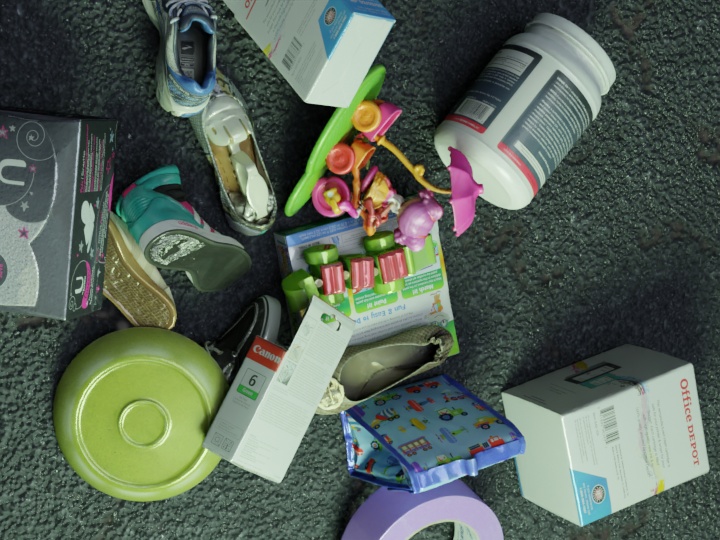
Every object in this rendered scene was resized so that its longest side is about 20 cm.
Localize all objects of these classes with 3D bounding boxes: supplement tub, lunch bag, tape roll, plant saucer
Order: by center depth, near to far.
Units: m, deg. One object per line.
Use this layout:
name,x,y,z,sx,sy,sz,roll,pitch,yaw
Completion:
plant saucer,-0.236,0.163,1.724,0.197,0.031,0.203,-2,105,-6
lunch bag,0.087,0.198,1.831,0.149,0.200,0.095,-14,103,-23
supplement tub,0.193,-0.186,1.860,0.140,0.140,0.201,44,78,-24
tape roll,0.072,0.343,1.895,0.198,0.066,0.202,-13,117,-26

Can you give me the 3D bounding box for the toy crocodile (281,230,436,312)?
toy crocodile,0.000,0.000,1.790,0.198,0.062,0.068,-14,104,-24

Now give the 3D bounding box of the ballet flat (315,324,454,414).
ballet flat,0.023,0.113,1.827,0.198,0.046,0.068,-20,105,-22

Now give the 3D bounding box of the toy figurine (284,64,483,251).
toy figurine,0.040,-0.094,1.761,0.183,0.150,0.201,35,103,7

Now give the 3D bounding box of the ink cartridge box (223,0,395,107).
ink cartridge box,-0.061,-0.282,1.691,0.067,0.200,0.116,0,131,-45

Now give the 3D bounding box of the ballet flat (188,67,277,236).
ballet flat,-0.136,-0.132,1.746,0.071,0.072,0.202,-24,107,-21

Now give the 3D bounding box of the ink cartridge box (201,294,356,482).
ink cartridge box,-0.088,0.125,1.745,0.109,0.050,0.202,35,79,-57

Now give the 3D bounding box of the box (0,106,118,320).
box,-0.332,-0.061,1.608,0.130,0.115,0.203,7,95,9

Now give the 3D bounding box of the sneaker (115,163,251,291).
sneaker,-0.199,-0.051,1.722,0.083,0.121,0.200,-36,155,10

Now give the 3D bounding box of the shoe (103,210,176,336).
shoe,-0.271,-0.014,1.712,0.070,0.053,0.201,-32,109,12

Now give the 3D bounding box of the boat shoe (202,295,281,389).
boat shoe,-0.156,0.113,1.771,0.063,0.071,0.202,29,87,-27

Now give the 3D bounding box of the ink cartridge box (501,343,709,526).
ink cartridge box,0.305,0.200,1.969,0.198,0.146,0.149,-18,105,-23

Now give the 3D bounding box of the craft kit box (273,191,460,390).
craft kit box,0.010,0.028,1.857,0.198,0.048,0.200,-16,102,-23

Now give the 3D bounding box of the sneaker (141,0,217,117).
sneaker,-0.183,-0.270,1.680,0.076,0.085,0.203,-9,87,-24
